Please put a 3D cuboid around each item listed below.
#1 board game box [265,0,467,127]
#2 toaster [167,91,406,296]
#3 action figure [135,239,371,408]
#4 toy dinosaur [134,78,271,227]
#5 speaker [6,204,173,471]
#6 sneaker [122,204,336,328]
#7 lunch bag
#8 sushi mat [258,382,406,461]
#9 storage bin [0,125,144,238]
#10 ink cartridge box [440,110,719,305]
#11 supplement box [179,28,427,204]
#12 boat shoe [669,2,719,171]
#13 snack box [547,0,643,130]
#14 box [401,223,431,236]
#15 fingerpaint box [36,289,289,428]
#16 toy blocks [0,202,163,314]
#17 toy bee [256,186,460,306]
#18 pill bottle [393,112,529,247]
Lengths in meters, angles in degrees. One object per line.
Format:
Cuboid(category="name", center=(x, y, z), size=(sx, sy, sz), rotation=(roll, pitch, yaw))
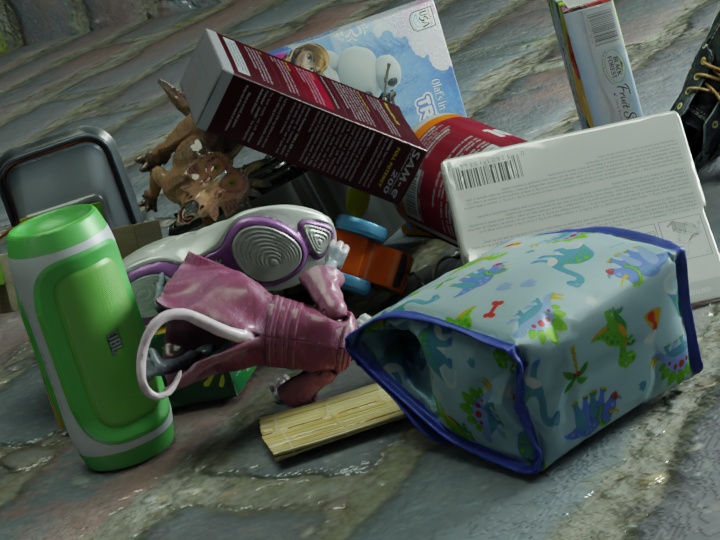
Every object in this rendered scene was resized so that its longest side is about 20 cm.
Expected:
Cuboid(category="board game box", center=(0.010, -0.161, 1.912), size=(0.199, 0.200, 0.043), rotation=(-22, 15, -15))
Cuboid(category="toaster", center=(-0.054, -0.061, 1.746), size=(0.200, 0.119, 0.181), rotation=(-24, 11, 33))
Cuboid(category="action figure", center=(-0.064, 0.041, 1.410), size=(0.200, 0.134, 0.149), rotation=(6, 3, 2))
Cuboid(category="toy dinosaur", center=(-0.136, -0.103, 1.615), size=(0.086, 0.200, 0.136), rotation=(11, -36, -25))
Cuboid(category="speaker", center=(-0.212, 0.053, 1.431), size=(0.088, 0.200, 0.088), rotation=(-15, 16, 5))
Cuboid(category="sneaker", center=(-0.121, -0.016, 1.533), size=(0.200, 0.075, 0.100), rotation=(-16, 18, -4))
Cuboid(category="lunch bag", center=(0.110, 0.044, 1.281), size=(0.170, 0.127, 0.200), rotation=(-27, 29, -30))
Cuboid(category="sushi mat", center=(0.021, 0.099, 1.383), size=(0.200, 0.012, 0.096), rotation=(-17, 16, -4))
Cuboid(category="storage bin", center=(-0.280, -0.017, 1.764), size=(0.145, 0.200, 0.134), rotation=(-18, 26, -4))
Cuboid(category="ink cartridge box", center=(0.180, -0.027, 1.463), size=(0.200, 0.176, 0.045), rotation=(-12, -26, 1))
Cuboid(category="supplement box", center=(-0.051, -0.134, 1.583), size=(0.200, 0.061, 0.109), rotation=(20, 20, -21))
Cuboid(category="boat shoe", center=(0.336, -0.173, 1.695), size=(0.071, 0.200, 0.091), rotation=(29, 43, 20))
Cuboid(category="snack box", center=(0.231, -0.169, 1.722), size=(0.053, 0.200, 0.142), rotation=(-16, 16, 5))
Cuboid(category="box", center=(0.126, -0.070, 1.792), size=(0.119, 0.041, 0.200), rotation=(-27, 17, -30))
Cuboid(category="fingerpaint box", center=(-0.167, 0.057, 1.599), size=(0.167, 0.073, 0.200), rotation=(-11, 17, 15))
Cuboid(category="toy blocks", center=(-0.268, -0.001, 1.619), size=(0.200, 0.100, 0.137), rotation=(-14, 3, -29))
Cuboid(category="toy bee", center=(0.000, 0.000, 1.608), size=(0.131, 0.200, 0.109), rotation=(-52, -11, -2))
Cuboid(category="pill bottle", center=(0.126, -0.063, 1.604), size=(0.113, 0.113, 0.200), rotation=(-26, 33, -29))
